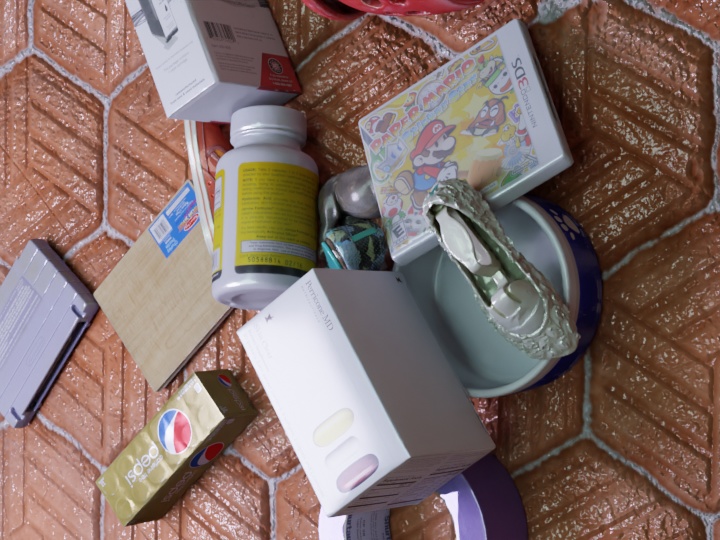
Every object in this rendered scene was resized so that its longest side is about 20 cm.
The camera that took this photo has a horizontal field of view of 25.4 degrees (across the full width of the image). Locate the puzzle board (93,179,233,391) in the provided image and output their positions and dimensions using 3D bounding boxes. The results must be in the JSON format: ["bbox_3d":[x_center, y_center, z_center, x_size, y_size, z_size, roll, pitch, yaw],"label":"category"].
[{"bbox_3d":[-0.211,0.018,1.825,0.200,0.017,0.151,-47,65,24],"label":"puzzle board"}]

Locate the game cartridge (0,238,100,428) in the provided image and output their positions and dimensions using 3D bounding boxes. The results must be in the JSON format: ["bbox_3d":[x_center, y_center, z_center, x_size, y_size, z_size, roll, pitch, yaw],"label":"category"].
[{"bbox_3d":[-0.405,0.076,1.947,0.130,0.038,0.201,47,115,29],"label":"game cartridge"}]

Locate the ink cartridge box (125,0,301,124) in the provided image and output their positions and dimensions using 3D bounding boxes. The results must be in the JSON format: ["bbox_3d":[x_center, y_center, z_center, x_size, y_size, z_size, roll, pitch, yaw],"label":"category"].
[{"bbox_3d":[-0.166,-0.265,1.714,0.083,0.146,0.201,-30,73,32],"label":"ink cartridge box"}]

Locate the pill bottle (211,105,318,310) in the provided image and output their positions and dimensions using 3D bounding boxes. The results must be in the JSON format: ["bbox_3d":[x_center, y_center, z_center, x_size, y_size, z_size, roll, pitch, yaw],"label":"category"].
[{"bbox_3d":[-0.099,-0.066,1.677,0.111,0.111,0.202,-9,73,34],"label":"pill bottle"}]

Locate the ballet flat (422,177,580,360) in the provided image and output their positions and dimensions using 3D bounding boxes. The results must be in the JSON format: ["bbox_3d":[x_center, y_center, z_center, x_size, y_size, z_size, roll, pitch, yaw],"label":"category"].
[{"bbox_3d":[0.119,0.005,1.454,0.072,0.072,0.200,-41,83,27],"label":"ballet flat"}]

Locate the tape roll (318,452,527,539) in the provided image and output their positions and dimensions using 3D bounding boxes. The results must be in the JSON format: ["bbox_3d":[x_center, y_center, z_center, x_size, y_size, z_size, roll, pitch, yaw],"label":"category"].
[{"bbox_3d":[0.061,0.264,1.601,0.199,0.085,0.202,0,90,35],"label":"tape roll"}]

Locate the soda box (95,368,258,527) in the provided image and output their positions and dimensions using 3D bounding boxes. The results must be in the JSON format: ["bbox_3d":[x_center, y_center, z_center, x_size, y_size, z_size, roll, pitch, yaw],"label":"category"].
[{"bbox_3d":[-0.208,0.200,1.795,0.200,0.064,0.068,-48,66,25],"label":"soda box"}]

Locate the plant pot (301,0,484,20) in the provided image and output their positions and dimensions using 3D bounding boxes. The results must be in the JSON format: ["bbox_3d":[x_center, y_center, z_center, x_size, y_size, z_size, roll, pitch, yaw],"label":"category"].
[{"bbox_3d":[0.023,-0.346,1.556,0.182,0.200,0.202,-1,90,37],"label":"plant pot"}]

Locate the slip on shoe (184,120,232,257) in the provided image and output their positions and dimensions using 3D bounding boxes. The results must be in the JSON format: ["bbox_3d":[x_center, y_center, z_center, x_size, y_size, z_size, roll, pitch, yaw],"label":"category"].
[{"bbox_3d":[-0.157,-0.114,1.765,0.061,0.074,0.201,-12,75,-1],"label":"slip on shoe"}]

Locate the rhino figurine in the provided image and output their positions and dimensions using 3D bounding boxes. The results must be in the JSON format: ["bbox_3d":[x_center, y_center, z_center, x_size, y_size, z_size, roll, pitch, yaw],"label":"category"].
[{"bbox_3d":[0.036,-0.085,1.628,0.199,0.060,0.088,-25,63,30],"label":"rhino figurine"}]

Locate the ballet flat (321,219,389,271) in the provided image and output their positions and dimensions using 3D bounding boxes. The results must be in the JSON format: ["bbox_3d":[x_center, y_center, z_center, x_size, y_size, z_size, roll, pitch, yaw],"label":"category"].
[{"bbox_3d":[0.000,0.000,1.612,0.074,0.200,0.075,1,75,-2],"label":"ballet flat"}]

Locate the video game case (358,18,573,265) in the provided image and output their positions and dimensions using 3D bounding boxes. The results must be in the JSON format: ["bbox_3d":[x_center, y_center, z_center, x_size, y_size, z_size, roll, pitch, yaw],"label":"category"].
[{"bbox_3d":[0.096,-0.125,1.543,0.199,0.023,0.183,-31,50,23],"label":"video game case"}]

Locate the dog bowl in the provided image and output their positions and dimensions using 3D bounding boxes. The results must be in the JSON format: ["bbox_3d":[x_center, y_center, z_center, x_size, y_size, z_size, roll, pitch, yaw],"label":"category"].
[{"bbox_3d":[0.132,0.021,1.555,0.199,0.079,0.202,1,91,34],"label":"dog bowl"}]

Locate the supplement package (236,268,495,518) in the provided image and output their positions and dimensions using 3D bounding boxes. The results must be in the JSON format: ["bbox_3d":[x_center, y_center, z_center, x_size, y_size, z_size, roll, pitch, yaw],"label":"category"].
[{"bbox_3d":[0.006,0.111,1.496,0.111,0.155,0.201,-39,68,27],"label":"supplement package"}]
